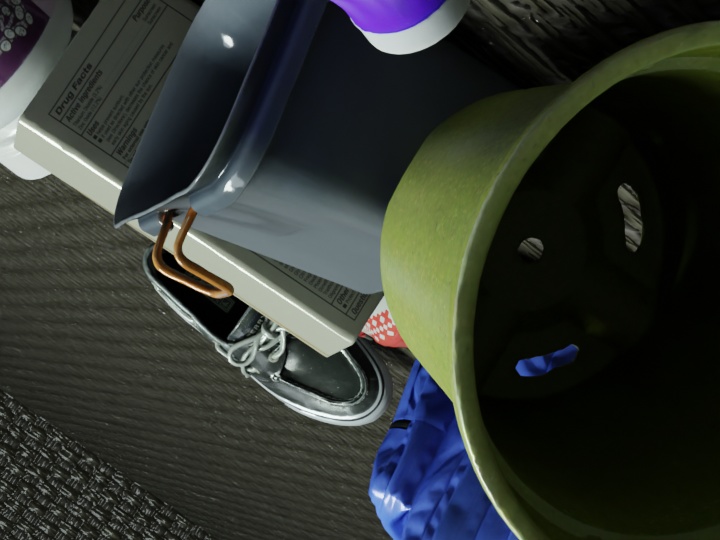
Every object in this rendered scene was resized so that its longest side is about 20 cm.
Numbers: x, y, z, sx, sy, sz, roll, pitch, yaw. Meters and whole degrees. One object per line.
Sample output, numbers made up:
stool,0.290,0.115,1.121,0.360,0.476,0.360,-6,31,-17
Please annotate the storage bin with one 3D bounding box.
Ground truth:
storage bin,-0.017,-0.047,0.891,0.133,0.147,0.200,25,168,-14

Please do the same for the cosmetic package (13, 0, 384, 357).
cosmetic package,-0.066,-0.054,1.017,0.199,0.104,0.073,35,166,-5

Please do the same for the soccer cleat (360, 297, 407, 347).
soccer cleat,0.000,0.000,1.135,0.085,0.069,0.200,30,171,-10

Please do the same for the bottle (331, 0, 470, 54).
bottle,-0.024,-0.150,0.678,0.083,0.066,0.200,22,163,40

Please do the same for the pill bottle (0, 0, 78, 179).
pill bottle,-0.222,-0.139,1.048,0.200,0.113,0.112,42,163,-35

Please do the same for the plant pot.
plant pot,0.096,0.004,0.745,0.200,0.201,0.184,37,177,-20

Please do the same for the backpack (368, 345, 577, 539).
backpack,0.090,0.128,1.046,0.166,0.202,0.163,12,161,24

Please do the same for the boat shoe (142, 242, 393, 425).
boat shoe,-0.066,0.039,1.392,0.199,0.074,0.068,39,-178,10
